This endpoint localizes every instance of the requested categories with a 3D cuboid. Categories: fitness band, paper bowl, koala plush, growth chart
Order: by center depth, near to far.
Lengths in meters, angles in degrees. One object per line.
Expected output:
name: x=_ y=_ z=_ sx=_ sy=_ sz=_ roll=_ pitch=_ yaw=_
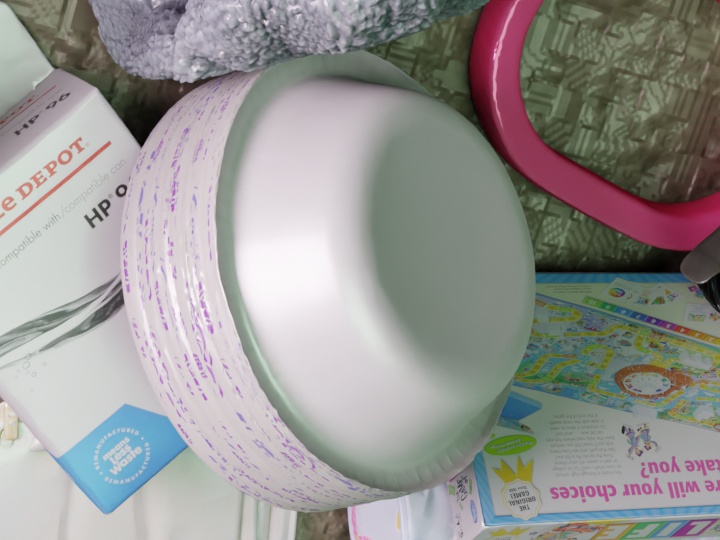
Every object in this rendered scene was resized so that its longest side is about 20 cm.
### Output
koala plush: x=-0.034 y=-0.193 z=0.780 sx=0.176 sy=0.184 sz=0.202 roll=-17 pitch=103 yaw=-15
paper bowl: x=0.000 y=0.000 z=0.832 sx=0.200 sy=0.104 sz=0.202 roll=19 pitch=65 yaw=-46
growth chart: x=-0.119 y=0.131 z=0.943 sx=0.198 sy=0.018 sz=0.146 roll=7 pitch=107 yaw=-23
fitness band: x=0.147 y=-0.091 z=0.952 sx=0.199 sy=0.037 sz=0.144 roll=26 pitch=99 yaw=-26

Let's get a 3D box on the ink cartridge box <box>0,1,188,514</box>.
ink cartridge box: x=-0.136 y=-0.006 z=0.847 sx=0.116 sy=0.068 sz=0.201 roll=-41 pitch=116 yaw=-11

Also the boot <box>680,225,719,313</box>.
boot: x=0.244 y=-0.001 z=0.988 sx=0.138 sy=0.077 sz=0.200 roll=-45 pitch=131 yaw=-4

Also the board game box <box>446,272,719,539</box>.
board game box: x=0.133 y=0.068 z=0.959 sx=0.198 sy=0.135 sz=0.034 roll=1 pitch=153 yaw=-21

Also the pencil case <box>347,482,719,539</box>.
pencil case: x=0.093 y=0.123 z=0.986 sx=0.198 sy=0.083 sz=0.092 roll=-4 pitch=93 yaw=-20
